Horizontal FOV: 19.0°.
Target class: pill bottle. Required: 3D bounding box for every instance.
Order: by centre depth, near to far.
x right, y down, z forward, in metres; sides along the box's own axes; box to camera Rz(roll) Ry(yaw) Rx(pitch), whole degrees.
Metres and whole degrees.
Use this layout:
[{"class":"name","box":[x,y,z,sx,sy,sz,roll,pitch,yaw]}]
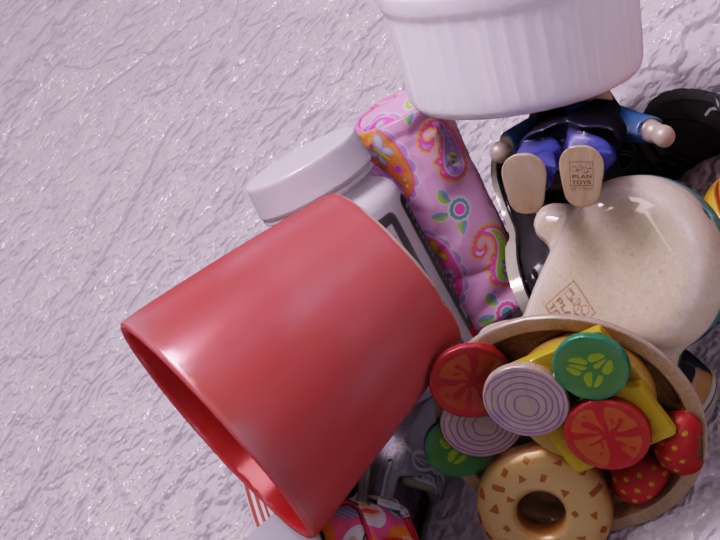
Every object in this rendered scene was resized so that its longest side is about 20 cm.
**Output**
[{"class":"pill bottle","box":[0.000,0.000,1.653,0.113,0.201,0.114,-28,12,7]}]

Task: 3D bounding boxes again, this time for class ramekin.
[{"class":"ramekin","box":[0.115,-0.182,1.594,0.199,0.098,0.201,-11,17,3]}]

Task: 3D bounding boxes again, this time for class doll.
[{"class":"doll","box":[0.156,-0.092,1.533,0.135,0.049,0.200,-6,18,14]}]

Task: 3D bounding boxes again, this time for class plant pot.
[{"class":"plant pot","box":[-0.039,0.056,1.511,0.177,0.201,0.200,-42,34,-12]}]

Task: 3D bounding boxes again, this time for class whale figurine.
[{"class":"whale figurine","box":[0.178,0.020,1.534,0.200,0.104,0.160,-43,70,25]}]

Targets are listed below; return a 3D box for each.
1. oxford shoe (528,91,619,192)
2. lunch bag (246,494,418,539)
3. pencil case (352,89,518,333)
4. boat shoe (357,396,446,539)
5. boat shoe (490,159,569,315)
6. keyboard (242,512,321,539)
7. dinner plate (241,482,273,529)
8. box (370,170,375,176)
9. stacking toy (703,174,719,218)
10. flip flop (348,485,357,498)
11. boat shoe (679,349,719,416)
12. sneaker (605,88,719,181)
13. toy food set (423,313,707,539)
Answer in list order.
[{"class":"oxford shoe","box":[0.173,-0.122,1.687,0.072,0.072,0.201,10,41,9]},{"class":"lunch bag","box":[-0.006,0.268,1.562,0.176,0.082,0.201,-29,67,29]},{"class":"pencil case","box":[0.069,-0.048,1.705,0.087,0.201,0.088,-25,16,8]},{"class":"boat shoe","box":[0.033,0.188,1.655,0.064,0.074,0.203,4,65,42]},{"class":"boat shoe","box":[0.143,-0.035,1.673,0.063,0.074,0.202,-27,33,14]},{"class":"keyboard","box":[-0.102,0.244,1.587,0.200,0.011,0.056,-42,51,23]},{"class":"dinner plate","box":[-0.082,0.145,1.743,0.024,0.201,0.201,-12,37,-11]},{"class":"box","box":[0.002,0.009,1.784,0.114,0.132,0.201,5,62,57]},{"class":"stacking toy","box":[0.292,-0.037,1.551,0.200,0.145,0.147,-48,32,32]},{"class":"flip flop","box":[-0.030,0.143,1.676,0.200,0.057,0.082,-6,-62,-80]},{"class":"boat shoe","box":[0.188,0.056,1.611,0.075,0.062,0.200,-54,34,-2]},{"class":"sneaker","box":[0.226,-0.081,1.692,0.199,0.073,0.082,-22,47,49]},{"class":"toy food set","box":[0.140,0.113,1.498,0.199,0.198,0.049,-26,24,31]}]
